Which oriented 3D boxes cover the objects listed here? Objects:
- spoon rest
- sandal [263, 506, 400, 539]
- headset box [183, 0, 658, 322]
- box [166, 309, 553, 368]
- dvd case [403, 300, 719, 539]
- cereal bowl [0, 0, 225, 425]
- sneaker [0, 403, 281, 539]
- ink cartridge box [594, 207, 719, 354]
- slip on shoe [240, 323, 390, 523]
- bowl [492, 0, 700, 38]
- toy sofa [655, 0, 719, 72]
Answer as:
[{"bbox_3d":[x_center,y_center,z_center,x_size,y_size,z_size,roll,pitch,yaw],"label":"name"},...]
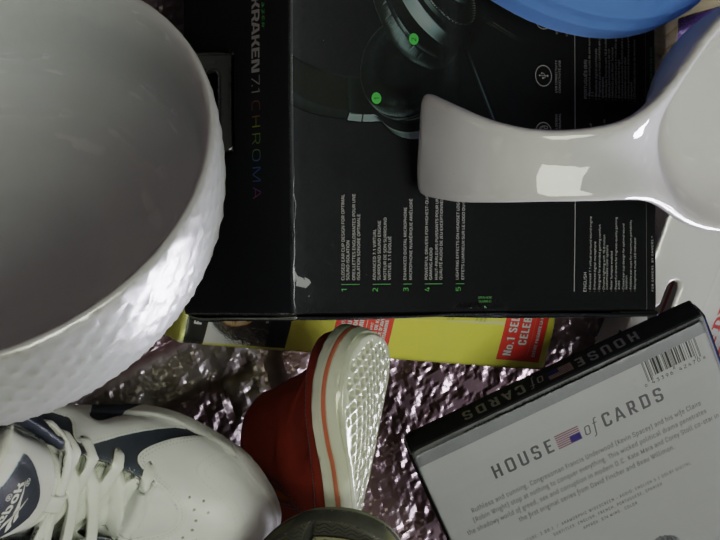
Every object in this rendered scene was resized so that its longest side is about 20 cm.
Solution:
[{"bbox_3d":[0.118,-0.056,0.845,0.199,0.060,0.100,-12,115,-32],"label":"spoon rest"},{"bbox_3d":[-0.005,0.155,0.926,0.202,0.079,0.058,83,23,-54],"label":"sandal"},{"bbox_3d":[0.021,-0.066,0.878,0.198,0.092,0.176,-1,90,-33],"label":"headset box"},{"bbox_3d":[0.000,0.000,0.965,0.199,0.050,0.076,7,101,-34],"label":"box"},{"bbox_3d":[0.123,0.129,1.005,0.149,0.025,0.201,-25,117,-1],"label":"dvd case"},{"bbox_3d":[-0.144,-0.018,0.801,0.199,0.200,0.084,-33,144,-18],"label":"cereal bowl"},{"bbox_3d":[-0.124,0.091,0.840,0.198,0.130,0.080,26,99,-10],"label":"sneaker"},{"bbox_3d":[0.193,0.030,1.095,0.199,0.067,0.117,15,99,-35],"label":"ink cartridge box"},{"bbox_3d":[-0.023,0.076,0.921,0.061,0.200,0.075,14,69,0],"label":"slip on shoe"},{"bbox_3d":[0.085,-0.195,0.862,0.199,0.039,0.202,14,62,-28],"label":"bowl"},{"bbox_3d":[0.184,-0.131,1.008,0.199,0.083,0.099,-18,117,-33],"label":"toy sofa"}]
